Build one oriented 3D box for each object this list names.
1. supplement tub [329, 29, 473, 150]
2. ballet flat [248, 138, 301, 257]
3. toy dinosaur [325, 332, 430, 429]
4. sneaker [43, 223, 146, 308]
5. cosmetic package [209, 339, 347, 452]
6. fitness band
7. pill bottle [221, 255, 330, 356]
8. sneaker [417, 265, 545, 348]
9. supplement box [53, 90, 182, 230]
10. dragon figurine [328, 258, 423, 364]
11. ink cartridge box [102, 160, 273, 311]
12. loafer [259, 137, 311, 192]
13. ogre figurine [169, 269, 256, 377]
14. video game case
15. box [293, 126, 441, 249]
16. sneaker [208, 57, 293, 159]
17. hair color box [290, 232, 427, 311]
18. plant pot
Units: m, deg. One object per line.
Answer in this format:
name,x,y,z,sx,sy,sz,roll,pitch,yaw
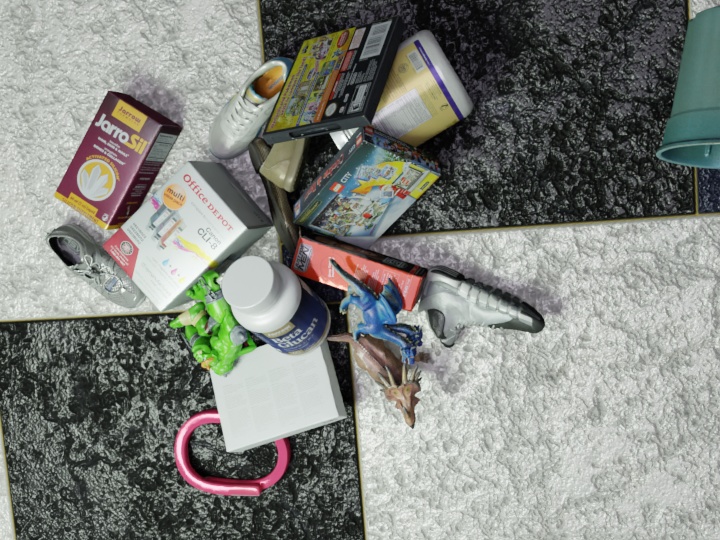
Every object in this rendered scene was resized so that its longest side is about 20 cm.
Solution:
supplement tub,0.052,-0.250,1.244,0.200,0.145,0.145,-30,91,12
ballet flat,-0.128,-0.120,1.339,0.046,0.067,0.200,-20,90,-21
toy dinosaur,0.031,0.145,1.299,0.200,0.136,0.086,36,101,5
sneaker,-0.452,0.000,1.392,0.200,0.082,0.075,35,101,4
cosmetic package,-0.137,0.197,1.354,0.200,0.052,0.151,-19,74,12
fitness band,-0.219,0.309,1.414,0.200,0.037,0.144,1,94,9
pill bottle,-0.129,0.053,1.258,0.111,0.200,0.111,-8,66,17
sneaker,0.182,0.080,1.304,0.200,0.075,0.116,26,105,16
supplement box,-0.398,-0.179,1.360,0.110,0.086,0.200,32,101,5
dragon figurine,0.027,0.051,1.222,0.099,0.059,0.200,-12,114,22
ink cartridge box,-0.270,-0.059,1.322,0.200,0.145,0.145,-43,87,11
loafer,-0.106,-0.224,1.288,0.067,0.076,0.200,15,77,0
ogre figurine,-0.230,0.092,1.309,0.120,0.098,0.200,53,126,16
video game case,-0.038,-0.277,1.206,0.181,0.026,0.200,-4,54,34
box,0.006,-0.120,1.242,0.137,0.038,0.200,20,136,-27
sneaker,-0.178,-0.261,1.315,0.077,0.081,0.200,42,103,1
hair color box,0.000,0.000,1.305,0.200,0.102,0.061,17,100,7
plant pot,0.525,-0.252,1.147,0.200,0.200,0.196,6,90,9
